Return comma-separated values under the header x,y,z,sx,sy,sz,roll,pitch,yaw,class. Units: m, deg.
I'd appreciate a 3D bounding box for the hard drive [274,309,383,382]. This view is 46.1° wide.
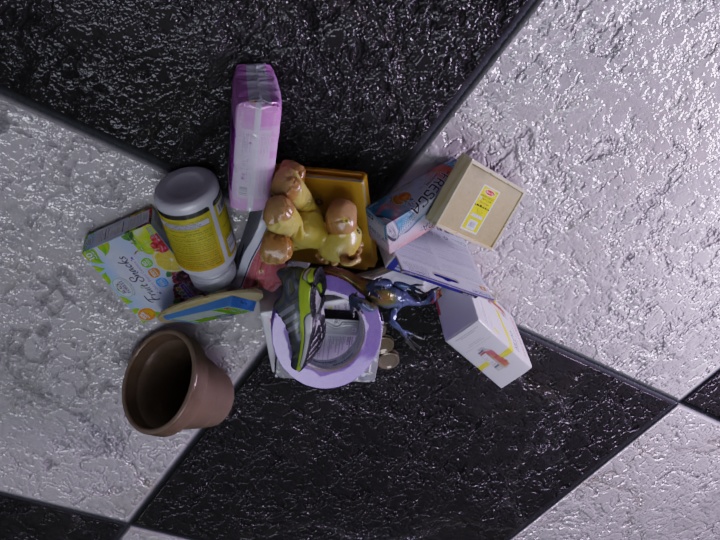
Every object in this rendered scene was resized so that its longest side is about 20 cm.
x,y,z,sx,sy,sz,roll,pitch,yaw,class
-0.060,0.141,1.590,0.195,0.038,0.143,4,119,-9,hard drive

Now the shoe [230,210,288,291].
x,y,z,sx,sy,sz,roll,pitch,yaw,class
-0.167,-0.039,1.525,0.089,0.073,0.202,10,134,-19,shoe

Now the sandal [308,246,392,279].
x,y,z,sx,sy,sz,roll,pitch,yaw,class
0.000,0.000,1.580,0.195,0.081,0.055,-12,133,-5,sandal

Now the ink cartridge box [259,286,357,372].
x,y,z,sx,sy,sz,roll,pitch,yaw,class
-0.089,0.103,1.636,0.195,0.085,0.148,-9,121,-1,ink cartridge box

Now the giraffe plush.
x,y,z,sx,sy,sz,roll,pitch,yaw,class
-0.070,-0.067,1.380,0.158,0.176,0.202,11,145,1,giraffe plush

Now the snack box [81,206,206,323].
x,y,z,sx,sy,sz,roll,pitch,yaw,class
-0.385,-0.006,1.526,0.139,0.054,0.201,-21,133,11,snack box

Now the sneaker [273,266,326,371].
x,y,z,sx,sy,sz,roll,pitch,yaw,class
-0.105,0.077,1.427,0.079,0.074,0.204,17,118,21,sneaker

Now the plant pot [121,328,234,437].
x,y,z,sx,sy,sz,roll,pitch,yaw,class
-0.346,0.236,1.680,0.198,0.203,0.174,-32,148,19,plant pot

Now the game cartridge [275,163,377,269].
x,y,z,sx,sy,sz,roll,pitch,yaw,class
-0.061,-0.091,1.479,0.172,0.033,0.203,8,136,17,game cartridge

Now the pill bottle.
x,y,z,sx,sy,sz,roll,pitch,yaw,class
-0.275,-0.066,1.451,0.110,0.114,0.203,-10,132,0,pill bottle

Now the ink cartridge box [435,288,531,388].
x,y,z,sx,sy,sz,roll,pitch,yaw,class
0.241,0.115,1.675,0.083,0.147,0.199,-35,128,20,ink cartridge box

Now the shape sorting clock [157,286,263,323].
x,y,z,sx,sy,sz,roll,pitch,yaw,class
-0.274,0.063,1.548,0.195,0.040,0.200,-10,171,-2,shape sorting clock

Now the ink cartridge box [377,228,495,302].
x,y,z,sx,sy,sz,roll,pitch,yaw,class
0.124,-0.015,1.500,0.196,0.202,0.041,19,119,-23,ink cartridge box

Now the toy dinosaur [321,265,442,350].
x,y,z,sx,sy,sz,roll,pitch,yaw,class
0.058,0.031,1.457,0.106,0.200,0.180,-51,160,23,toy dinosaur

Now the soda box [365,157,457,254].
x,y,z,sx,sy,sz,roll,pitch,yaw,class
0.106,-0.113,1.447,0.198,0.063,0.069,-32,138,-21,soda box

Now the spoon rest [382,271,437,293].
x,y,z,sx,sy,sz,roll,pitch,yaw,class
0.088,0.015,1.619,0.196,0.061,0.101,-17,136,-20,spoon rest

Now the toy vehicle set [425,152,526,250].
x,y,z,sx,sy,sz,roll,pitch,yaw,class
0.203,-0.114,1.466,0.198,0.026,0.126,18,105,-51,toy vehicle set

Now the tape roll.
x,y,z,sx,sy,sz,roll,pitch,yaw,class
-0.062,0.103,1.511,0.195,0.066,0.205,-2,101,-8,tape roll

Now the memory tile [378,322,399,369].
x,y,z,sx,sy,sz,roll,pitch,yaw,class
-0.009,0.150,1.752,0.150,0.017,0.202,-18,131,7,memory tile

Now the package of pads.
x,y,z,sx,sy,sz,roll,pitch,yaw,class
-0.170,-0.208,1.336,0.074,0.122,0.203,2,131,-11,package of pads
